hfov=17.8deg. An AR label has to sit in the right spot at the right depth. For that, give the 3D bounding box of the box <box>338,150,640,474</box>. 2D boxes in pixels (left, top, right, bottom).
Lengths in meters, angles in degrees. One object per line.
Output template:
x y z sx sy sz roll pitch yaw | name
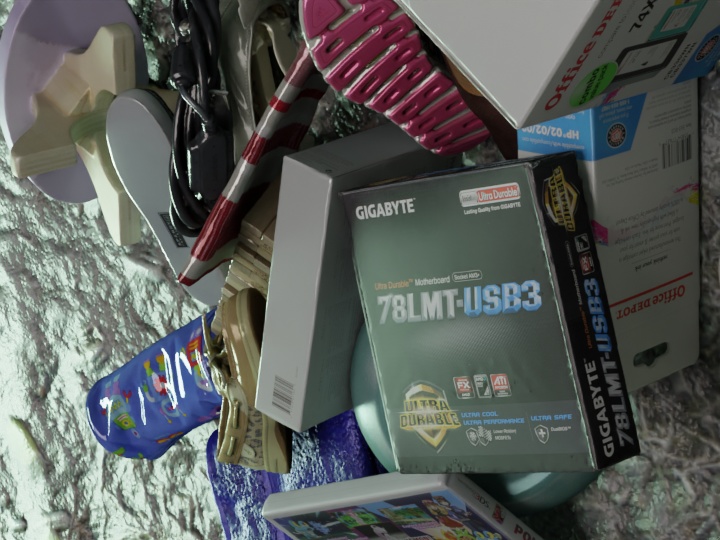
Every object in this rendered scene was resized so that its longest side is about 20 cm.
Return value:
0.080 0.031 1.497 0.200 0.050 0.199 -5 100 51 | box

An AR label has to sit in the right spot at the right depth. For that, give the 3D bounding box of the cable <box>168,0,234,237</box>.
-0.121 -0.119 1.666 0.200 0.051 0.164 91 172 -58 | cable

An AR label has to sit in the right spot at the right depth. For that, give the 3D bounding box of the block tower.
-0.067 0.005 1.731 0.054 0.058 0.200 35 154 7 | block tower

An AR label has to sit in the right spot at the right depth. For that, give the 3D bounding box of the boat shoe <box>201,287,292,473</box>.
-0.089 0.089 1.724 0.200 0.062 0.074 83 -174 -48 | boat shoe

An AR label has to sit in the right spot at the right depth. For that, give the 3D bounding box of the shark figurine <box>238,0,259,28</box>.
-0.052 -0.273 1.656 0.128 0.215 0.090 -27 125 19 | shark figurine

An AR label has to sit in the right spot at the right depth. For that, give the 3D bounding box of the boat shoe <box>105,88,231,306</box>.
-0.138 -0.065 1.789 0.068 0.057 0.201 5 131 35 | boat shoe

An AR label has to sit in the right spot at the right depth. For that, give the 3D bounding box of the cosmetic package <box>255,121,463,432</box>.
0.000 0.000 1.654 0.052 0.150 0.201 27 120 35 | cosmetic package

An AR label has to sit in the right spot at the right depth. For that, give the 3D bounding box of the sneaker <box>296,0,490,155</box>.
0.016 -0.157 1.579 0.074 0.200 0.088 -38 46 16 | sneaker

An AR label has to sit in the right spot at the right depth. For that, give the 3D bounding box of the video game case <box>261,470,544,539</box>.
0.053 0.207 1.683 0.182 0.023 0.200 41 146 -28 | video game case

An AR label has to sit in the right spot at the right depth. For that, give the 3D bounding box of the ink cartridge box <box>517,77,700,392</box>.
0.164 -0.027 1.505 0.068 0.115 0.201 12 111 43 | ink cartridge box

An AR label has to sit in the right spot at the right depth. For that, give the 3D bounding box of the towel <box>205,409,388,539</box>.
-0.044 0.182 1.832 0.200 0.049 0.148 -19 90 47 | towel

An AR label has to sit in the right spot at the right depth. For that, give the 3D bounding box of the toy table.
-0.210 -0.127 1.818 0.117 0.183 0.201 40 150 49 | toy table

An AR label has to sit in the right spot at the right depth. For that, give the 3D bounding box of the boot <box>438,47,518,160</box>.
0.086 -0.147 1.564 0.200 0.072 0.167 -101 -12 -56 | boot

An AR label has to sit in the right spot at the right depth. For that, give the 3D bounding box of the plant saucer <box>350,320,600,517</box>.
0.086 0.091 1.612 0.199 0.036 0.201 5 111 12 | plant saucer

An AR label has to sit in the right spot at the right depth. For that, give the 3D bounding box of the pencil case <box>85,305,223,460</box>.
-0.145 0.096 1.885 0.200 0.078 0.087 -30 75 47 | pencil case

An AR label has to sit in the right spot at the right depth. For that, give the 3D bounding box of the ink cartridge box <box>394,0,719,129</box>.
0.144 -0.202 1.406 0.146 0.200 0.147 49 133 22 | ink cartridge box

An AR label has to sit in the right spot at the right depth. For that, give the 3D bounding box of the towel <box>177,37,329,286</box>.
-0.064 -0.085 1.657 0.023 0.144 0.201 30 103 5 | towel

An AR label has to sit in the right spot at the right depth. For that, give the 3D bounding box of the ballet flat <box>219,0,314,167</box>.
-0.068 -0.112 1.749 0.063 0.067 0.201 -2 103 34 | ballet flat

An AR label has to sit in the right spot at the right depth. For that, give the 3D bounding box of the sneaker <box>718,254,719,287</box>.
0.299 0.054 1.430 0.084 0.075 0.201 -27 93 48 | sneaker
